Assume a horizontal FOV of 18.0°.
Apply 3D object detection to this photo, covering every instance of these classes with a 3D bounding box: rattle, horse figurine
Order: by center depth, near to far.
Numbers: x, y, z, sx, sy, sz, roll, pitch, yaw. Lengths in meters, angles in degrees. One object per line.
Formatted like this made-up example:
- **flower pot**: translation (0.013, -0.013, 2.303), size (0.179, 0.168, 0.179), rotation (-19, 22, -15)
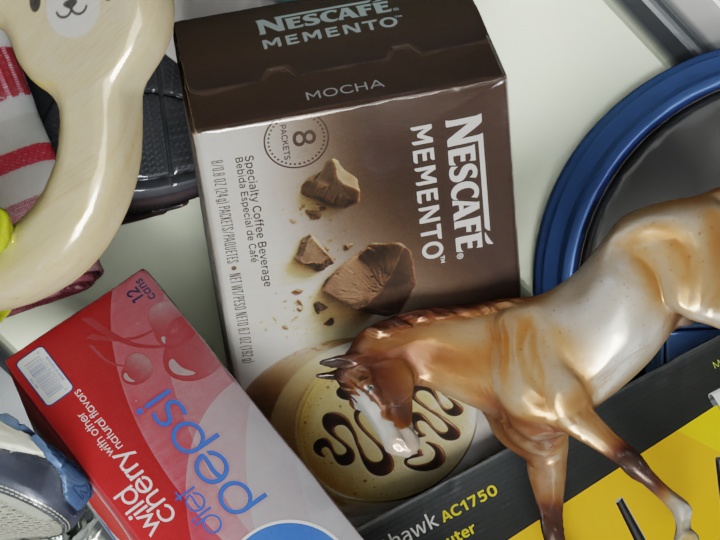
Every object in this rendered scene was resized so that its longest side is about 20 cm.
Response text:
- **rattle**: translation (-0.131, -0.079, 0.745), size (0.200, 0.130, 0.143), rotation (-49, 144, 17)
- **horse figurine**: translation (0.103, 0.029, 0.805), size (0.200, 0.050, 0.133), rotation (-37, 75, -2)

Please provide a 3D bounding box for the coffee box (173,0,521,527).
- **coffee box**: translation (0.000, 0.000, 0.859), size (0.113, 0.080, 0.200), rotation (-9, 126, -5)

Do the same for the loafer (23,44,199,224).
- **loafer**: translation (-0.134, -0.046, 0.895), size (0.200, 0.063, 0.072), rotation (-7, 68, -9)

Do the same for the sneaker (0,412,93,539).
- **sneaker**: translation (-0.184, 0.097, 0.791), size (0.200, 0.085, 0.077), rotation (-7, 145, 25)

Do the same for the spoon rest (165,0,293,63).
- **spoon rest**: translation (-0.063, -0.118, 0.882), size (0.200, 0.061, 0.099), rotation (25, 62, -11)

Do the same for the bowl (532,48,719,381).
- **bowl**: translation (0.173, 0.006, 0.938), size (0.201, 0.039, 0.201), rotation (-1, 99, -6)

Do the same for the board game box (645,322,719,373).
- **board game box**: translation (0.215, 0.088, 0.915), size (0.200, 0.037, 0.151), rotation (-2, 103, -5)

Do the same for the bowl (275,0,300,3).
- **bowl**: translation (0.005, -0.202, 0.825), size (0.201, 0.105, 0.201), rotation (2, 79, -10)

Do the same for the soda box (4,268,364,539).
- **soda box**: translation (-0.041, 0.099, 0.793), size (0.063, 0.070, 0.200), rotation (-34, 66, -14)

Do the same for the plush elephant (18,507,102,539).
- **plush elephant**: translation (-0.173, 0.177, 0.860), size (0.155, 0.165, 0.200), rotation (11, 79, -46)

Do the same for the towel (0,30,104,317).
- **towel**: translation (-0.198, -0.060, 0.847), size (0.144, 0.023, 0.200), rotation (-21, 73, -10)

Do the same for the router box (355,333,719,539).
- **router box**: translation (0.103, 0.124, 0.826), size (0.200, 0.051, 0.149), rotation (-29, 57, 2)
